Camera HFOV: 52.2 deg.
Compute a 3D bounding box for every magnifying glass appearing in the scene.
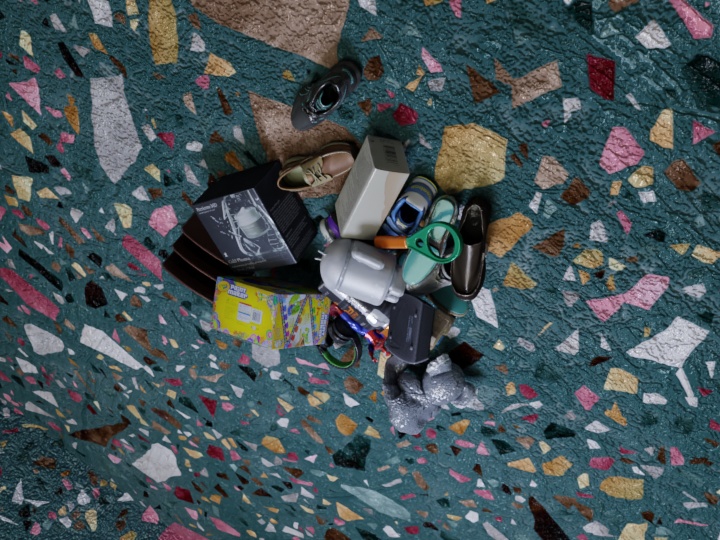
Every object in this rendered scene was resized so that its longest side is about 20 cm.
[{"bbox_3d":[0.112,-0.056,1.449,0.196,0.022,0.081,1,108,35],"label":"magnifying glass"}]

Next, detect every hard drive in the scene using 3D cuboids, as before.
[{"bbox_3d":[0.104,0.119,1.545,0.041,0.138,0.200,7,-179,-15],"label":"hard drive"}]

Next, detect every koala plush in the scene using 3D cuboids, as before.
[{"bbox_3d":[0.167,0.283,1.746,0.198,0.185,0.178,-26,114,28],"label":"koala plush"}]

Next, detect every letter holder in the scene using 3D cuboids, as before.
[{"bbox_3d":[-0.360,-0.021,1.778,0.198,0.143,0.101,33,136,-1],"label":"letter holder"}]

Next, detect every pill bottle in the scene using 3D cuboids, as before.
[{"bbox_3d":[0.008,0.062,1.674,0.199,0.107,0.106,40,135,-8],"label":"pill bottle"}]

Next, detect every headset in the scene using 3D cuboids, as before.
[{"bbox_3d":[-0.075,0.157,1.809,0.122,0.094,0.203,-17,102,37],"label":"headset"}]

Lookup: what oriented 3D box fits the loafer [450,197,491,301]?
[{"bbox_3d":[0.208,-0.042,1.430,0.071,0.071,0.205,6,93,19],"label":"loafer"}]

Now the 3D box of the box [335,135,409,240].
[{"bbox_3d":[0.019,-0.161,1.470,0.076,0.097,0.201,5,142,-22],"label":"box"}]

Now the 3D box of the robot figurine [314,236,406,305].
[{"bbox_3d":[0.000,0.000,1.532,0.196,0.115,0.170,20,153,-5],"label":"robot figurine"}]

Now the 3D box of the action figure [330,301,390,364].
[{"bbox_3d":[0.010,0.142,1.748,0.065,0.099,0.200,-42,108,3],"label":"action figure"}]

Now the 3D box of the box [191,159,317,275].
[{"bbox_3d":[-0.234,-0.114,1.645,0.197,0.125,0.199,-10,120,34],"label":"box"}]

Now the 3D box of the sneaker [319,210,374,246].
[{"bbox_3d":[0.007,-0.056,1.599,0.200,0.070,0.099,44,132,-12],"label":"sneaker"}]

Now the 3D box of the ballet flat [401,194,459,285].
[{"bbox_3d":[0.147,-0.061,1.486,0.073,0.074,0.202,29,113,2],"label":"ballet flat"}]

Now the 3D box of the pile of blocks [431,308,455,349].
[{"bbox_3d":[0.157,0.121,1.605,0.062,0.200,0.083,36,93,13],"label":"pile of blocks"}]

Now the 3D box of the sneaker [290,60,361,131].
[{"bbox_3d":[-0.082,-0.326,1.409,0.075,0.080,0.199,43,136,-12],"label":"sneaker"}]

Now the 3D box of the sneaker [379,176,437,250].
[{"bbox_3d":[0.084,-0.103,1.508,0.073,0.083,0.201,29,137,-1],"label":"sneaker"}]

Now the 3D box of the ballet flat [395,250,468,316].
[{"bbox_3d":[0.153,0.028,1.610,0.199,0.069,0.063,40,163,-5],"label":"ballet flat"}]

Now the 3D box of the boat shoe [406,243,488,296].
[{"bbox_3d":[0.172,-0.004,1.516,0.199,0.065,0.074,-36,99,23],"label":"boat shoe"}]

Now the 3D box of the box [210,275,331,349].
[{"bbox_3d":[-0.204,0.093,1.691,0.197,0.191,0.125,13,96,34],"label":"box"}]

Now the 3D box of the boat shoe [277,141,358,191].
[{"bbox_3d":[-0.091,-0.204,1.521,0.197,0.074,0.076,-13,121,36],"label":"boat shoe"}]
